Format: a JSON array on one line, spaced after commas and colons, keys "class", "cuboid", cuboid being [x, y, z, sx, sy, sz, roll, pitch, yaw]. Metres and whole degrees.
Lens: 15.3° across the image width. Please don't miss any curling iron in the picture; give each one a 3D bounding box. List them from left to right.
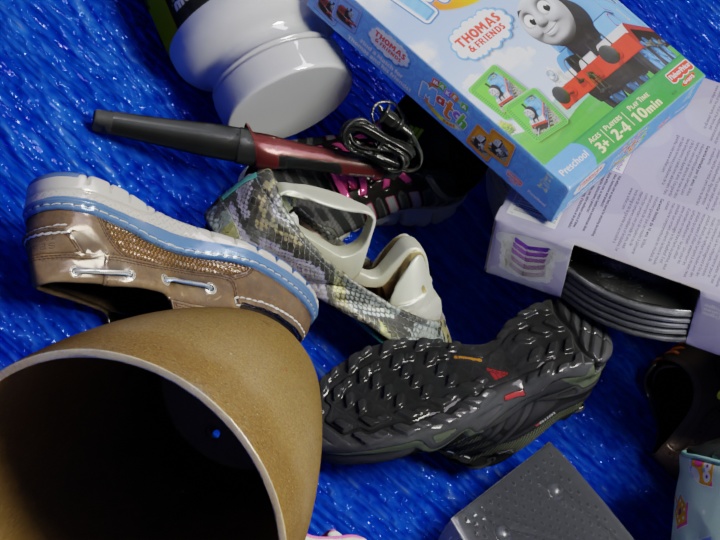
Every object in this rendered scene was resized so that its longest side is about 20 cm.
[{"class": "curling iron", "cuboid": [-0.061, -0.082, 1.601, 0.198, 0.050, 0.026, 4, 24, -2]}]

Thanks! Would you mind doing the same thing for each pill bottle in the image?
[{"class": "pill bottle", "cuboid": [-0.081, -0.185, 1.663, 0.112, 0.112, 0.201, -3, 59, -44]}]

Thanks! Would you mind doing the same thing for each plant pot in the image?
[{"class": "plant pot", "cuboid": [-0.094, 0.097, 1.383, 0.186, 0.186, 0.200, 47, 25, -1]}]

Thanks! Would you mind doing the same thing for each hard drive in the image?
[{"class": "hard drive", "cuboid": [0.134, 0.210, 1.585, 0.200, 0.042, 0.135, 53, 38, 5]}]

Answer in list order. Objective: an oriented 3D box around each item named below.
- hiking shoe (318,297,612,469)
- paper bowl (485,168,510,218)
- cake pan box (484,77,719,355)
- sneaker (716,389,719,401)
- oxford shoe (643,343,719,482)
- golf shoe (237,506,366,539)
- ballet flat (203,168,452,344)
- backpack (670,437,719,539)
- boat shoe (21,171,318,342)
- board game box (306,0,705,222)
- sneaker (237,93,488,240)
[{"class": "hiking shoe", "cuboid": [0.055, 0.089, 1.585, 0.199, 0.101, 0.076, -14, 49, -17]}, {"class": "paper bowl", "cuboid": [0.164, -0.057, 1.791, 0.200, 0.104, 0.202, 24, 44, -26]}, {"class": "cake pan box", "cuboid": [0.189, -0.042, 1.630, 0.183, 0.053, 0.201, 17, 45, 10]}, {"class": "sneaker", "cuboid": [0.294, 0.060, 1.692, 0.200, 0.073, 0.083, 17, 83, -59]}, {"class": "oxford shoe", "cuboid": [0.231, 0.060, 1.784, 0.072, 0.071, 0.201, 26, 43, -16]}, {"class": "golf shoe", "cuboid": [0.014, 0.186, 1.472, 0.199, 0.075, 0.092, 22, 41, -30]}, {"class": "ballet flat", "cuboid": [0.000, 0.000, 1.596, 0.200, 0.072, 0.072, 33, 40, -28]}, {"class": "backpack", "cuboid": [0.283, 0.172, 1.633, 0.199, 0.175, 0.155, 17, 88, -45]}, {"class": "boat shoe", "cuboid": [-0.110, 0.015, 1.511, 0.199, 0.072, 0.073, 23, 62, -33]}, {"class": "board game box", "cuboid": [0.089, -0.139, 1.619, 0.200, 0.037, 0.151, 41, 50, 12]}, {"class": "sneaker", "cuboid": [0.011, -0.067, 1.668, 0.199, 0.087, 0.074, -9, 64, -44]}]
